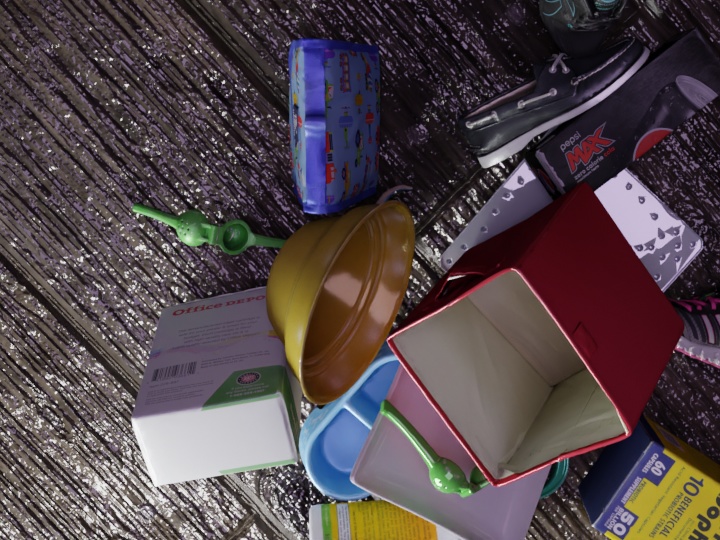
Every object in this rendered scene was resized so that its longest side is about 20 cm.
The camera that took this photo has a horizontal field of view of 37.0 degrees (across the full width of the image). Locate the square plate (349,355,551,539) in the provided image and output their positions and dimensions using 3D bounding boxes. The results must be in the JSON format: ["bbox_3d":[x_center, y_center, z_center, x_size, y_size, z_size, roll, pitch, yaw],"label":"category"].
[{"bbox_3d":[0.107,0.165,1.094,0.198,0.028,0.201,30,72,-14],"label":"square plate"}]

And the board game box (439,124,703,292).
[{"bbox_3d":[0.216,-0.020,1.114,0.199,0.026,0.201,41,99,-4],"label":"board game box"}]

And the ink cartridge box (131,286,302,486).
[{"bbox_3d":[-0.133,0.107,1.062,0.143,0.201,0.089,-11,120,4],"label":"ink cartridge box"}]

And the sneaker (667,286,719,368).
[{"bbox_3d":[0.352,0.047,1.088,0.197,0.074,0.089,22,93,-16],"label":"sneaker"}]

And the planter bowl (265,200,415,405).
[{"bbox_3d":[-0.032,0.016,1.010,0.082,0.200,0.204,23,101,22],"label":"planter bowl"}]

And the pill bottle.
[{"bbox_3d":[0.046,0.298,1.131,0.196,0.111,0.113,-3,100,-3],"label":"pill bottle"}]

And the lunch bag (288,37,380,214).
[{"bbox_3d":[-0.030,-0.139,1.019,0.092,0.200,0.154,1,100,3],"label":"lunch bag"}]

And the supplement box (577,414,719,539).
[{"bbox_3d":[0.341,0.254,1.111,0.198,0.110,0.110,32,100,-3],"label":"supplement box"}]

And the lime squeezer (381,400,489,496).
[{"bbox_3d":[0.106,0.188,1.055,0.197,0.071,0.038,17,135,-17],"label":"lime squeezer"}]

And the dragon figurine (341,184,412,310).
[{"bbox_3d":[0.000,0.000,1.108,0.200,0.059,0.099,-43,106,10],"label":"dragon figurine"}]

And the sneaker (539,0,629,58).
[{"bbox_3d":[0.209,-0.255,0.995,0.074,0.201,0.080,-11,61,2],"label":"sneaker"}]

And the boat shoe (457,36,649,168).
[{"bbox_3d":[0.183,-0.174,1.046,0.199,0.076,0.061,-33,102,23],"label":"boat shoe"}]

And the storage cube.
[{"bbox_3d":[0.165,0.056,0.996,0.170,0.180,0.201,-32,97,42],"label":"storage cube"}]

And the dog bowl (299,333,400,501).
[{"bbox_3d":[0.015,0.161,1.144,0.111,0.050,0.201,40,100,-4],"label":"dog bowl"}]

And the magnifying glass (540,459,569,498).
[{"bbox_3d":[0.128,0.198,1.129,0.196,0.022,0.081,6,88,-14],"label":"magnifying glass"}]

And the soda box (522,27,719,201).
[{"bbox_3d":[0.260,-0.147,1.051,0.199,0.063,0.071,-38,94,-1],"label":"soda box"}]

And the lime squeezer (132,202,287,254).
[{"bbox_3d":[-0.146,-0.037,1.107,0.196,0.071,0.038,12,83,1],"label":"lime squeezer"}]
